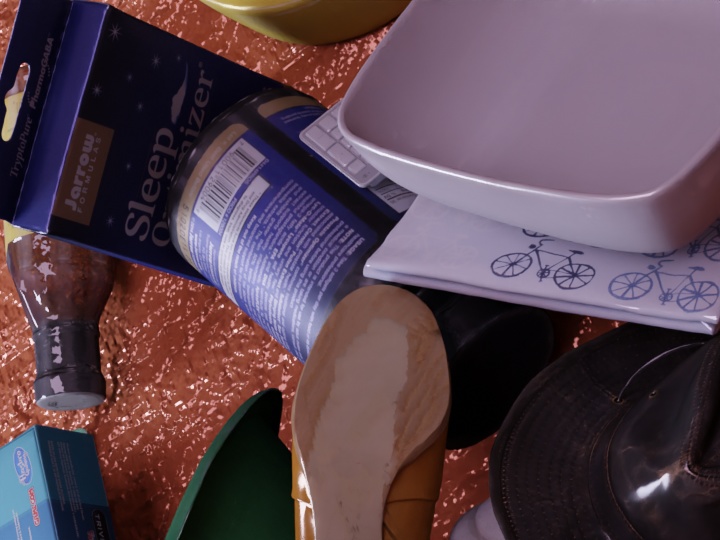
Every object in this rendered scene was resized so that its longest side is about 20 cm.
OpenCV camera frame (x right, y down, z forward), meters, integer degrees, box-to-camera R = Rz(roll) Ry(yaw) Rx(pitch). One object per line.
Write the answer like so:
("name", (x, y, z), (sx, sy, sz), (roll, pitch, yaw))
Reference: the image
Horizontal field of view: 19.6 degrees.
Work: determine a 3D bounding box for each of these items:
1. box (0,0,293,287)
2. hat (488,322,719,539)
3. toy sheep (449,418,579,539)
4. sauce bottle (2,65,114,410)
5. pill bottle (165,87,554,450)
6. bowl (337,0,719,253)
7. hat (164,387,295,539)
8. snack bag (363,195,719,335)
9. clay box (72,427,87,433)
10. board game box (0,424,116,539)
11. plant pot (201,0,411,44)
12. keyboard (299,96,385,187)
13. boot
("box", (-0.116, -0.065, 1.098), (0.032, 0.200, 0.121), (13, 87, 36))
("hat", (0.160, 0.082, 0.876), (0.201, 0.200, 0.081), (65, 153, 26))
("toy sheep", (0.090, 0.165, 0.944), (0.138, 0.138, 0.200), (15, 106, 36))
("sauce bottle", (-0.177, -0.020, 1.211), (0.066, 0.066, 0.200), (-16, 69, 31))
("pill bottle", (0.000, 0.000, 1.058), (0.200, 0.112, 0.112), (40, 102, 34))
("bowl", (0.115, -0.091, 0.929), (0.200, 0.075, 0.200), (15, 60, 42))
("hat", (-0.005, 0.180, 1.043), (0.176, 0.166, 0.200), (23, 129, 11))
("snack bag", (0.123, -0.053, 0.972), (0.188, 0.021, 0.200), (9, 47, 36))
("clay box", (-0.198, 0.196, 1.187), (0.115, 0.048, 0.200), (-20, 69, 30))
("board game box", (-0.213, 0.195, 1.135), (0.200, 0.047, 0.151), (-31, 61, 30))
("plant pot", (-0.062, -0.241, 1.110), (0.201, 0.189, 0.201), (-9, 75, 33))
("keyboard", (0.060, -0.115, 1.049), (0.200, 0.011, 0.056), (-39, 55, -13))
("boot", (-0.002, 0.123, 0.962), (0.071, 0.144, 0.201), (6, 57, -1))
